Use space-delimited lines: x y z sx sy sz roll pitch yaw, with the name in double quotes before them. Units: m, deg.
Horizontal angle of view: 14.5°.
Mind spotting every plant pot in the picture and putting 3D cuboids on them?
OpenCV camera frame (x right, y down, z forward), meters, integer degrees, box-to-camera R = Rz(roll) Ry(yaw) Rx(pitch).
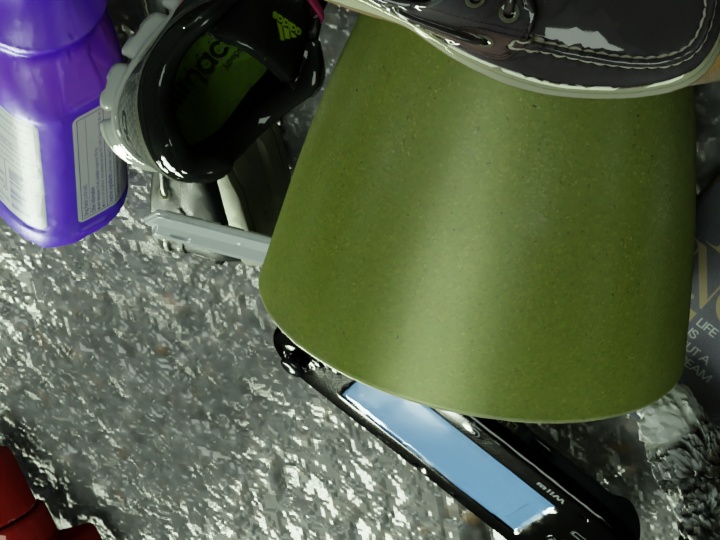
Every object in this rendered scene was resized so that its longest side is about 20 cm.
"plant pot" 0.065 -0.069 1.173 0.186 0.187 0.201 18 114 15

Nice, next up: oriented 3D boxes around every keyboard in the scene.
"keyboard" 0.000 0.000 1.286 0.199 0.011 0.056 14 169 -10

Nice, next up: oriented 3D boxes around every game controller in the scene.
"game controller" 0.046 0.080 1.352 0.200 0.042 0.104 38 167 -2

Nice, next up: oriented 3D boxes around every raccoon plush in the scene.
"raccoon plush" 0.214 0.133 1.270 0.133 0.097 0.201 -14 124 21

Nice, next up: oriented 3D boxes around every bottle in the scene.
"bottle" -0.145 -0.095 1.286 0.084 0.065 0.201 50 157 26

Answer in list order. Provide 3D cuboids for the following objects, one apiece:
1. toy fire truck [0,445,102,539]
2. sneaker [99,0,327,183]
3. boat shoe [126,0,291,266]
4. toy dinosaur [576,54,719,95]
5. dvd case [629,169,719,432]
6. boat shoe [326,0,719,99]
"toy fire truck" -0.242 0.146 1.531 0.175 0.129 0.201 -16 103 36
"sneaker" -0.037 -0.117 1.187 0.073 0.087 0.201 29 100 -28
"boat shoe" -0.082 -0.088 1.291 0.067 0.072 0.201 8 130 22
"toy dinosaur" 0.184 -0.108 1.121 0.200 0.060 0.106 -39 119 5
"dvd case" 0.197 0.026 1.264 0.148 0.016 0.200 37 132 -1
"boat shoe" 0.041 -0.117 1.061 0.199 0.065 0.072 21 87 9
